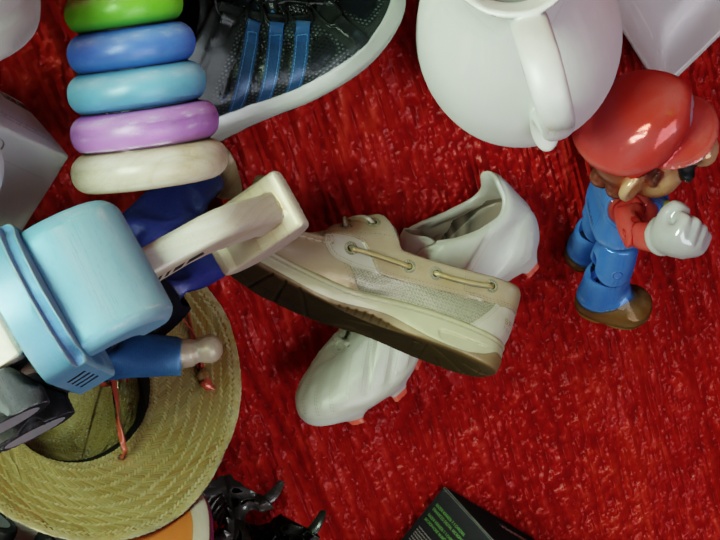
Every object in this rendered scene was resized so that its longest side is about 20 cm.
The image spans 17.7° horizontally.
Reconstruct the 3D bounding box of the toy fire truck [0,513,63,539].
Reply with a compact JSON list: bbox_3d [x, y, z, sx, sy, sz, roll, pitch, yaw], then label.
[{"bbox_3d":[-0.188,0.191,1.263,0.176,0.200,0.129,26,95,-33],"label":"toy fire truck"}]

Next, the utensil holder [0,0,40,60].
[{"bbox_3d":[-0.235,-0.212,1.089,0.169,0.170,0.201,-11,121,-26],"label":"utensil holder"}]

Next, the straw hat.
[{"bbox_3d":[-0.172,0.076,1.354,0.200,0.202,0.085,-3,161,-30],"label":"straw hat"}]

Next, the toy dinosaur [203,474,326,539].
[{"bbox_3d":[-0.075,0.211,1.468,0.199,0.136,0.102,0,148,16],"label":"toy dinosaur"}]

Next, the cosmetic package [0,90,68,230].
[{"bbox_3d":[-0.262,-0.017,1.249,0.113,0.081,0.200,24,105,-38],"label":"cosmetic package"}]

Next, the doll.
[{"bbox_3d":[-0.127,0.012,1.310,0.200,0.136,0.049,-42,155,-27],"label":"doll"}]

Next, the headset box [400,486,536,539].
[{"bbox_3d":[0.079,0.270,1.637,0.200,0.093,0.174,-51,132,5],"label":"headset box"}]

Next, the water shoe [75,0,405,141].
[{"bbox_3d":[-0.064,-0.130,1.308,0.200,0.071,0.079,-31,128,-12],"label":"water shoe"}]

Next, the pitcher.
[{"bbox_3d":[0.093,-0.127,1.318,0.121,0.172,0.200,-11,158,2],"label":"pitcher"}]

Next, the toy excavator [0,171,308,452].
[{"bbox_3d":[-0.125,0.005,1.210,0.199,0.100,0.194,-28,173,0],"label":"toy excavator"}]

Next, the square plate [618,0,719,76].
[{"bbox_3d":[0.210,-0.243,1.437,0.198,0.028,0.200,-44,132,0],"label":"square plate"}]

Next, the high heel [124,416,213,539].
[{"bbox_3d":[-0.123,0.167,1.375,0.067,0.200,0.096,-20,121,-15],"label":"high heel"}]

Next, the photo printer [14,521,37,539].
[{"bbox_3d":[-0.254,0.227,1.416,0.166,0.069,0.201,1,118,-32],"label":"photo printer"}]

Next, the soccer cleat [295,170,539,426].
[{"bbox_3d":[0.028,0.017,1.467,0.200,0.069,0.078,-41,127,-13],"label":"soccer cleat"}]

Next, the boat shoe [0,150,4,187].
[{"bbox_3d":[-0.281,-0.054,1.142,0.086,0.201,0.075,-7,103,-76],"label":"boat shoe"}]

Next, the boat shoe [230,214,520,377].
[{"bbox_3d":[0.000,0.000,1.404,0.199,0.072,0.065,22,76,-5],"label":"boat shoe"}]

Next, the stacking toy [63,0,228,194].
[{"bbox_3d":[-0.123,-0.144,1.228,0.085,0.085,0.201,-10,97,-27],"label":"stacking toy"}]

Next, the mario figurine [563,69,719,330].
[{"bbox_3d":[0.187,-0.048,1.462,0.106,0.123,0.200,-35,155,-25],"label":"mario figurine"}]
